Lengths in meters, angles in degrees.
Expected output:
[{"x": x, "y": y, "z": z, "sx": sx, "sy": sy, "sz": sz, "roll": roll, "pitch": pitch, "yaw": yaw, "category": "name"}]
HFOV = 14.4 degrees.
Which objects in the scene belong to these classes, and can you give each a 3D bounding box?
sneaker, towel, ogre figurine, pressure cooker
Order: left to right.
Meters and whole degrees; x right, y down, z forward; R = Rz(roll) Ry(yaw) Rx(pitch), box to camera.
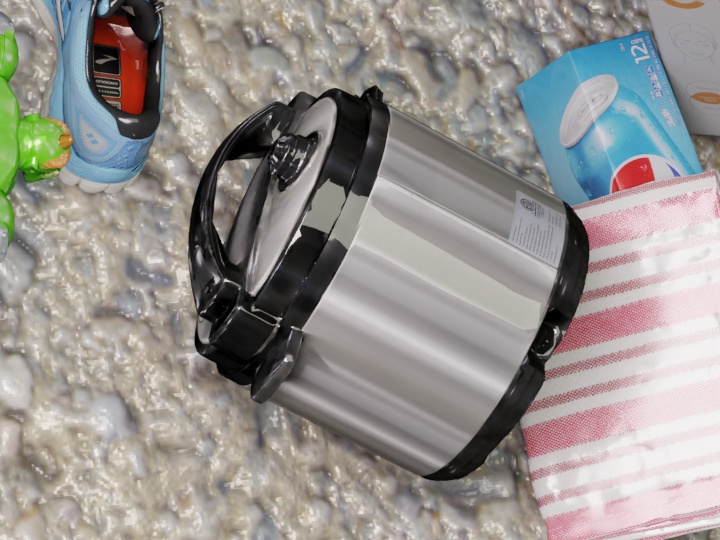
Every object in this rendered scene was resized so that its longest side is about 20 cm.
[{"x": -0.211, "y": -0.054, "z": 1.481, "sx": 0.098, "sy": 0.120, "sz": 0.201, "roll": 26, "pitch": 64, "yaw": -18, "category": "ogre figurine"}, {"x": -0.134, "y": -0.148, "z": 1.568, "sx": 0.078, "sy": 0.090, "sz": 0.201, "roll": -1, "pitch": 73, "yaw": -28, "category": "sneaker"}, {"x": 0.002, "y": -0.002, "z": 1.537, "sx": 0.200, "sy": 0.176, "sz": 0.179, "roll": 27, "pitch": 92, "yaw": -14, "category": "pressure cooker"}, {"x": 0.158, "y": 0.055, "z": 1.640, "sx": 0.146, "sy": 0.030, "sz": 0.201, "roll": -14, "pitch": 82, "yaw": 13, "category": "towel"}]

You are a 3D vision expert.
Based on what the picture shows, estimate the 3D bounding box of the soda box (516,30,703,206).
[{"x": 0.166, "y": -0.035, "z": 1.699, "sx": 0.064, "sy": 0.068, "sz": 0.201, "roll": -17, "pitch": 82, "yaw": -30, "category": "soda box"}]

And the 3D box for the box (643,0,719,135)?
[{"x": 0.243, "y": -0.166, "z": 1.688, "sx": 0.124, "sy": 0.200, "sz": 0.098, "roll": 5, "pitch": 65, "yaw": 18, "category": "box"}]
